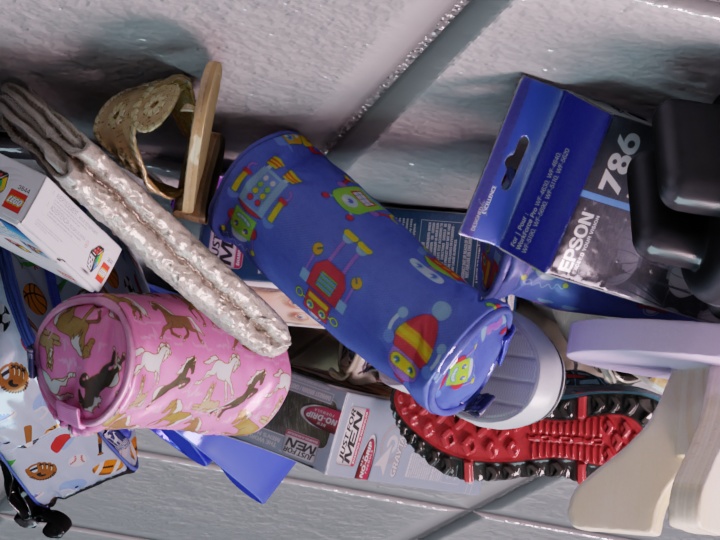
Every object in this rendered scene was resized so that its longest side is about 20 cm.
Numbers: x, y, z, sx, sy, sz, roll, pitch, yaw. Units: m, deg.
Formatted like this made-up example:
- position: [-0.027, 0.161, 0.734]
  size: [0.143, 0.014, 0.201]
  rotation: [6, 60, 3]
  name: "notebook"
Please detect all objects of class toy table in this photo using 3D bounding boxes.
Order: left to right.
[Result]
- position: [0.211, 0.097, 1.503]
  size: [0.199, 0.118, 0.184]
  rotation: [1, 170, 34]
  name: "toy table"

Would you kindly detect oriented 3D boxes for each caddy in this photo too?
- position: [-0.106, 0.079, 1.906]
  size: [0.141, 0.105, 0.200]
  rotation: [30, 170, 37]
  name: "caddy"

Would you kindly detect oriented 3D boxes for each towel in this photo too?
- position: [-0.129, -0.027, 1.544]
  size: [0.200, 0.034, 0.133]
  rotation: [44, 178, -33]
  name: "towel"

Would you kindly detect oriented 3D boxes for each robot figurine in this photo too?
- position: [0.245, -0.031, 1.408]
  size: [0.199, 0.125, 0.150]
  rotation: [11, 177, -11]
  name: "robot figurine"

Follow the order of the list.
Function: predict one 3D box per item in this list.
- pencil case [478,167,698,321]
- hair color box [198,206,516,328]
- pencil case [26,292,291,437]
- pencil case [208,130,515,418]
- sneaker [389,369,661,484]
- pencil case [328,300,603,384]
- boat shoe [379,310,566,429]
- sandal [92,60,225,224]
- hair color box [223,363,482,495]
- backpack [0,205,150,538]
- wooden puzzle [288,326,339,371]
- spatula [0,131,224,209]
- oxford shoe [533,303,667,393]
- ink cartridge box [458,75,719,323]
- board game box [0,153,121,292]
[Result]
- position: [0.165, -0.006, 1.578]
  size: [0.199, 0.078, 0.087]
  rotation: [11, -166, -16]
  name: "pencil case"
- position: [0.000, 0.000, 1.711]
  size: [0.199, 0.061, 0.100]
  rotation: [5, 162, 8]
  name: "hair color box"
- position: [-0.120, 0.061, 1.638]
  size: [0.086, 0.083, 0.200]
  rotation: [-27, 165, 25]
  name: "pencil case"
- position: [0.005, 0.001, 1.532]
  size: [0.200, 0.078, 0.087]
  rotation: [39, -144, 25]
  name: "pencil case"
- position: [0.119, 0.102, 1.755]
  size: [0.199, 0.080, 0.096]
  rotation: [11, -172, 14]
  name: "sneaker"
- position: [0.078, 0.059, 1.816]
  size: [0.199, 0.090, 0.078]
  rotation: [14, 173, -17]
  name: "pencil case"
- position: [0.084, 0.061, 1.625]
  size: [0.071, 0.072, 0.200]
  rotation: [20, 178, -24]
  name: "boat shoe"
- position: [-0.118, -0.072, 1.509]
  size: [0.069, 0.078, 0.212]
  rotation: [12, 169, 1]
  name: "sandal"
- position: [0.001, 0.109, 1.850]
  size: [0.099, 0.061, 0.200]
  rotation: [17, -178, 34]
  name: "hair color box"
- position: [-0.214, 0.041, 1.727]
  size: [0.154, 0.200, 0.191]
  rotation: [-30, 144, 10]
  name: "backpack"
- position: [0.029, 0.058, 1.939]
  size: [0.199, 0.037, 0.185]
  rotation: [17, 161, -15]
  name: "wooden puzzle"
- position: [-0.150, -0.063, 1.632]
  size: [0.199, 0.021, 0.057]
  rotation: [12, 156, -13]
  name: "spatula"
- position: [0.165, 0.044, 1.721]
  size: [0.075, 0.058, 0.200]
  rotation: [7, -175, -24]
  name: "oxford shoe"
- position: [0.161, -0.033, 1.478]
  size: [0.199, 0.100, 0.039]
  rotation: [15, -167, -26]
  name: "ink cartridge box"
- position: [-0.246, -0.058, 1.540]
  size: [0.200, 0.035, 0.126]
  rotation: [26, 170, 21]
  name: "board game box"
